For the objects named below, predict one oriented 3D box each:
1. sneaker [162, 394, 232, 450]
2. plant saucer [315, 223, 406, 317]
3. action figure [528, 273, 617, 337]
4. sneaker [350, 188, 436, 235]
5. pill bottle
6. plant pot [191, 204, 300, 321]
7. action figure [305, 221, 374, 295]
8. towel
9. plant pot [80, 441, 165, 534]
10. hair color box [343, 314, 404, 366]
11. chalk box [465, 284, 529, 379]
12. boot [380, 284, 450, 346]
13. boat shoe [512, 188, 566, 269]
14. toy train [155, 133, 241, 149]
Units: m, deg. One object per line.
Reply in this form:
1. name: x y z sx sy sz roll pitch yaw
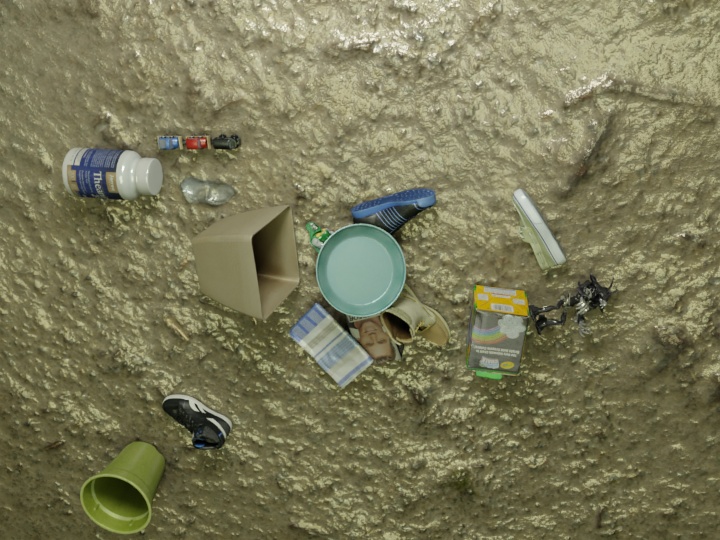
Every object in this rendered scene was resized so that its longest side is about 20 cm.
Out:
1. sneaker: -0.444 0.404 1.882 0.198 0.112 0.074 23 116 -1
2. plant saucer: 0.000 0.000 1.559 0.197 0.036 0.203 0 87 -7
3. action figure: 0.478 0.086 1.573 0.198 0.103 0.119 -22 127 11
4. sneaker: 0.079 -0.123 1.572 0.198 0.070 0.079 -11 116 22
5. pill bottle: -0.556 -0.216 1.612 0.197 0.111 0.112 4 116 8
6. plant pot: -0.265 -0.026 1.615 0.175 0.200 0.202 4 116 20
7. action figure: -0.045 -0.042 1.617 0.199 0.118 0.055 37 130 3
8. towel: -0.073 0.185 1.726 0.200 0.024 0.147 46 131 -1
9. plant pot: -0.630 0.579 1.956 0.198 0.185 0.203 4 115 8
10. hair color box: 0.026 0.123 1.697 0.099 0.061 0.202 -15 112 17
11. chalk box: 0.307 0.154 1.629 0.123 0.124 0.202 7 117 5
12. boot: 0.125 0.128 1.629 0.072 0.155 0.200 -40 103 24
13. boat shoe: 0.374 -0.082 1.534 0.062 0.072 0.201 -30 109 19
14. toy train: -0.364 -0.283 1.583 0.197 0.046 0.035 2 115 9
